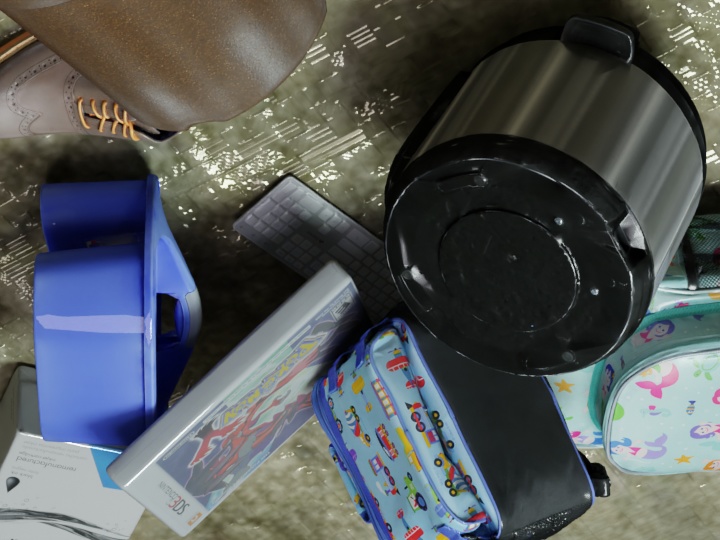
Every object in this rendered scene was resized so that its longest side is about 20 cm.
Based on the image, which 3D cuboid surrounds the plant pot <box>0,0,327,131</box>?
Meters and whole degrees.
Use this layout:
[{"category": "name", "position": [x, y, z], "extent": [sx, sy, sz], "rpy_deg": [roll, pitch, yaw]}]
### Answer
[{"category": "plant pot", "position": [-0.127, -0.190, 1.268], "extent": [0.200, 0.200, 0.198], "rpy_deg": [-24, 142, 15]}]

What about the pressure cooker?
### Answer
[{"category": "pressure cooker", "position": [0.122, -0.052, 1.437], "extent": [0.176, 0.200, 0.179], "rpy_deg": [-24, 112, 39]}]

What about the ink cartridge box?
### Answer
[{"category": "ink cartridge box", "position": [-0.225, 0.168, 1.684], "extent": [0.116, 0.068, 0.200], "rpy_deg": [12, 132, -20]}]

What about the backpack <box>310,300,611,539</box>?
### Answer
[{"category": "backpack", "position": [0.050, 0.118, 1.563], "extent": [0.134, 0.183, 0.200], "rpy_deg": [-20, 171, -27]}]

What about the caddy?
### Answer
[{"category": "caddy", "position": [-0.156, 0.029, 1.506], "extent": [0.105, 0.141, 0.200], "rpy_deg": [0, 136, -4]}]

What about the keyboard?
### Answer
[{"category": "keyboard", "position": [0.000, 0.000, 1.592], "extent": [0.056, 0.011, 0.200], "rpy_deg": [-36, 129, 25]}]

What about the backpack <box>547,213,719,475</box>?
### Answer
[{"category": "backpack", "position": [0.208, 0.050, 1.586], "extent": [0.200, 0.151, 0.178], "rpy_deg": [3, 136, -5]}]

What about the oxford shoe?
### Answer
[{"category": "oxford shoe", "position": [-0.153, -0.112, 1.411], "extent": [0.200, 0.073, 0.071], "rpy_deg": [-15, 135, 7]}]

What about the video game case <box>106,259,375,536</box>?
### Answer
[{"category": "video game case", "position": [-0.071, 0.091, 1.547], "extent": [0.200, 0.023, 0.182], "rpy_deg": [-43, 163, -5]}]
